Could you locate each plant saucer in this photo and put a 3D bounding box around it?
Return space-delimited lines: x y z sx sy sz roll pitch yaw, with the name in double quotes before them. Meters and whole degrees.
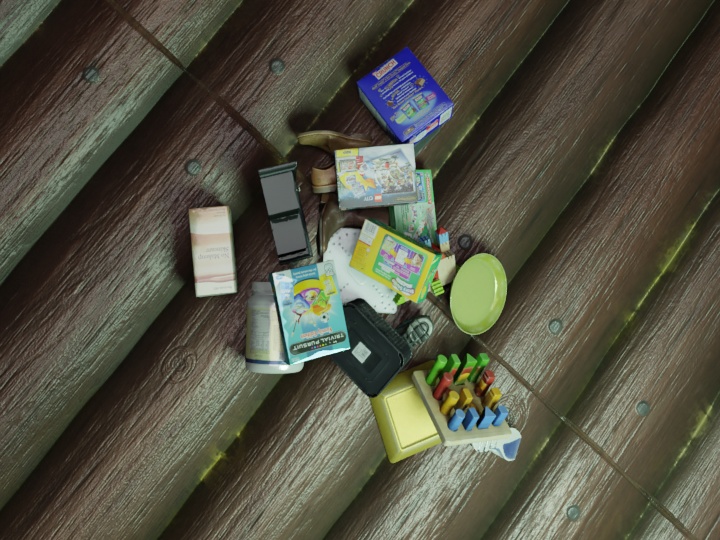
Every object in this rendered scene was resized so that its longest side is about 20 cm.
"plant saucer" 0.293 0.058 1.496 0.194 0.031 0.208 -7 102 -33
"plant saucer" 0.136 0.358 1.485 0.194 0.048 0.207 -19 90 -7

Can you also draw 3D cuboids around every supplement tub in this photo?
"supplement tub" -0.201 0.133 1.401 0.139 0.145 0.208 2 87 -7

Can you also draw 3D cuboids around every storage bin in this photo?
"storage bin" 0.012 0.182 1.414 0.200 0.093 0.136 44 106 11

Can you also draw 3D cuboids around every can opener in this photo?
"can opener" 0.130 -0.303 1.522 0.201 0.052 0.067 -49 128 -6

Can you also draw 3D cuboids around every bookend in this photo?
"bookend" -0.172 -0.129 1.391 0.089 0.200 0.206 -13 88 -7

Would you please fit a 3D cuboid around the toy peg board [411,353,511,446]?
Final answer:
"toy peg board" 0.252 0.290 1.396 0.194 0.202 0.100 2 130 -27

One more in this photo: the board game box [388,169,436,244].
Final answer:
"board game box" 0.131 -0.149 1.489 0.131 0.029 0.208 -6 90 -34

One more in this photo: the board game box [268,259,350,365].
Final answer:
"board game box" -0.114 0.093 1.333 0.146 0.047 0.208 -12 91 -21

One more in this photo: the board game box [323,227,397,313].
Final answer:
"board game box" 0.000 0.000 1.495 0.192 0.026 0.208 3 86 -8

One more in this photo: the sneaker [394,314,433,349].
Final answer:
"sneaker" 0.103 0.181 1.481 0.197 0.079 0.076 -36 97 12

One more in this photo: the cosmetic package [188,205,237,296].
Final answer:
"cosmetic package" -0.352 -0.044 1.418 0.099 0.087 0.208 -7 88 -9

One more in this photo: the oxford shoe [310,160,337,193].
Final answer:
"oxford shoe" -0.029 -0.245 1.466 0.193 0.071 0.074 -12 107 -13

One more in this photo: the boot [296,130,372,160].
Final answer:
"boot" -0.066 -0.308 1.483 0.192 0.074 0.079 4 96 -10

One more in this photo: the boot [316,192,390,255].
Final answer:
"boot" -0.010 -0.109 1.457 0.193 0.065 0.192 10 61 -10

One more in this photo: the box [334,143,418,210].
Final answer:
"box" 0.037 -0.224 1.421 0.192 0.038 0.142 -5 89 -3

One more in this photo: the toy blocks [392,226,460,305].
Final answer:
"toy blocks" 0.155 -0.019 1.447 0.194 0.100 0.140 -22 125 -10

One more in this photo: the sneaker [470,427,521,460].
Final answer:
"sneaker" 0.311 0.410 1.492 0.196 0.114 0.083 25 85 -35

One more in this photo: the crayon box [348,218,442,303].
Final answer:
"crayon box" 0.080 -0.025 1.383 0.196 0.058 0.122 28 106 21

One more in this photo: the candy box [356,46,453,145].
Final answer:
"candy box" 0.111 -0.429 1.483 0.167 0.077 0.203 -34 77 -6
